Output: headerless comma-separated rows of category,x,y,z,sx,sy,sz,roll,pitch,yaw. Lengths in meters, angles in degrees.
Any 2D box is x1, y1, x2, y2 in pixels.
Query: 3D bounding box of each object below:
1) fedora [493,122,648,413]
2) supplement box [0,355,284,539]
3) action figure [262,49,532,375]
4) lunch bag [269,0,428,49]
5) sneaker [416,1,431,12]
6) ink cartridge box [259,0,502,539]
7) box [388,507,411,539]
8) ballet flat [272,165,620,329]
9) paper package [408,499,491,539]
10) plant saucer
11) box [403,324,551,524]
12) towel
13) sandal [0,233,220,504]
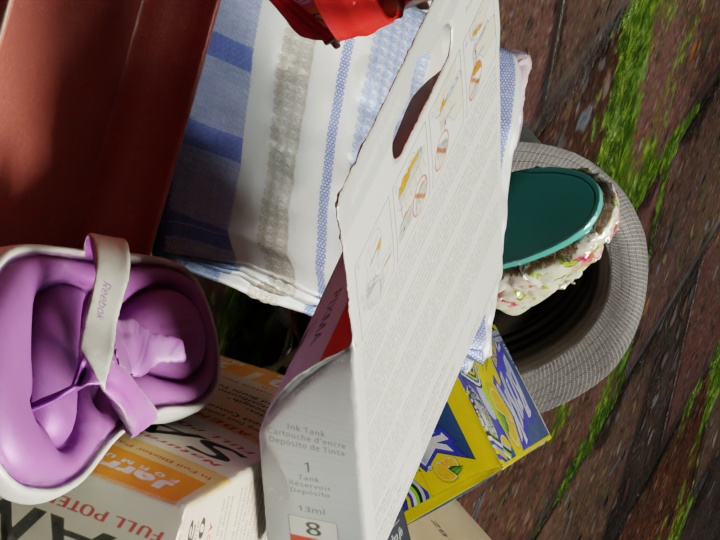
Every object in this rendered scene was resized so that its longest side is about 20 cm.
fedora,0.055,-0.014,1.481,0.200,0.176,0.091,61,9,-48
supplement box,-0.092,0.080,1.072,0.200,0.125,0.074,-26,133,-71
action figure,0.000,0.000,1.271,0.201,0.148,0.135,-85,175,-47
lunch bag,-0.020,-0.163,0.995,0.200,0.081,0.177,37,39,-72
sneaker,0.042,-0.194,1.278,0.147,0.080,0.200,-60,171,0
ink cartridge box,0.005,-0.012,1.021,0.201,0.050,0.163,82,25,-47
box,-0.034,0.208,1.221,0.148,0.106,0.201,-43,122,-61
ballet flat,0.047,-0.003,1.353,0.064,0.199,0.076,45,46,-40
paper package,0.018,0.172,1.405,0.103,0.200,0.191,-44,168,8
plant saucer,-0.105,-0.074,1.004,0.200,0.036,0.201,22,84,-75
box,0.041,0.072,1.367,0.064,0.070,0.200,-28,176,9
towel,-0.007,-0.050,1.182,0.199,0.024,0.148,20,73,-42
sandal,-0.083,0.022,0.961,0.203,0.049,0.083,-29,101,-72
